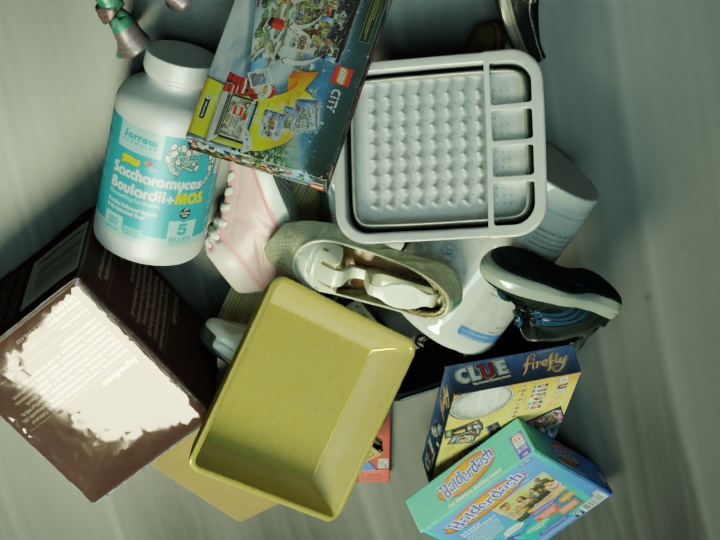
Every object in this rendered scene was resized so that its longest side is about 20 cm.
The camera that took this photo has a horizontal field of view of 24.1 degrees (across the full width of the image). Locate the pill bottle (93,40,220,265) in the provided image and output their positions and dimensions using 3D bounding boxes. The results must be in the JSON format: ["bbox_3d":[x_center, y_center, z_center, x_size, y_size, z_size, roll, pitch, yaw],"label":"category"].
[{"bbox_3d":[-0.189,-0.115,1.616,0.110,0.111,0.201,10,115,-7],"label":"pill bottle"}]

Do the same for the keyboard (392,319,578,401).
[{"bbox_3d":[0.125,0.088,1.734,0.199,0.104,0.040,-18,119,4],"label":"keyboard"}]

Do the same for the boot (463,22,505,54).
[{"bbox_3d":[0.077,-0.151,1.611,0.075,0.074,0.201,23,95,-15],"label":"boot"}]

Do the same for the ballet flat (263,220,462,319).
[{"bbox_3d":[0.000,0.000,1.592,0.199,0.062,0.068,13,112,8],"label":"ballet flat"}]

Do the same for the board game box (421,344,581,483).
[{"bbox_3d":[0.142,0.150,1.733,0.134,0.035,0.200,-9,149,-12],"label":"board game box"}]

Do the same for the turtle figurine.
[{"bbox_3d":[-0.248,-0.296,1.537,0.149,0.101,0.200,-35,118,14],"label":"turtle figurine"}]

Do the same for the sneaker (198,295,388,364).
[{"bbox_3d":[-0.060,0.054,1.720,0.199,0.076,0.116,17,106,-22],"label":"sneaker"}]

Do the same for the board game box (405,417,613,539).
[{"bbox_3d":[0.161,0.240,1.786,0.152,0.045,0.200,-37,145,14],"label":"board game box"}]

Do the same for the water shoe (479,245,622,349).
[{"bbox_3d":[0.174,0.035,1.597,0.199,0.072,0.079,15,117,-45],"label":"water shoe"}]

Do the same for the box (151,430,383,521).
[{"bbox_3d":[-0.103,0.187,1.763,0.199,0.021,0.163,-28,133,26],"label":"box"}]

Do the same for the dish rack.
[{"bbox_3d":[0.076,-0.112,1.564,0.198,0.044,0.173,-3,85,14],"label":"dish rack"}]

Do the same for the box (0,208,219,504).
[{"bbox_3d":[-0.266,0.084,1.678,0.164,0.166,0.200,-36,112,14],"label":"box"}]

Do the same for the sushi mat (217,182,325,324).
[{"bbox_3d":[-0.067,-0.015,1.724,0.095,0.012,0.201,22,113,-12],"label":"sushi mat"}]

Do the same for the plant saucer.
[{"bbox_3d":[-0.064,0.123,1.645,0.199,0.048,0.201,27,87,-39],"label":"plant saucer"}]

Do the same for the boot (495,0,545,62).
[{"bbox_3d":[0.191,-0.298,1.567,0.149,0.073,0.201,-14,110,4],"label":"boot"}]

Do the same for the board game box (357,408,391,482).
[{"bbox_3d":[-0.067,0.182,1.817,0.198,0.019,0.104,-1,115,-2],"label":"board game box"}]

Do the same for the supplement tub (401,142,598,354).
[{"bbox_3d":[0.128,-0.030,1.660,0.131,0.132,0.200,30,111,-16],"label":"supplement tub"}]

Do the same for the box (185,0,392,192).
[{"bbox_3d":[-0.064,-0.187,1.548,0.136,0.038,0.201,18,76,4],"label":"box"}]

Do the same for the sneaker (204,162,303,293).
[{"bbox_3d":[-0.118,-0.067,1.657,0.104,0.075,0.201,-14,110,12],"label":"sneaker"}]

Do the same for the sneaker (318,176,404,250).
[{"bbox_3d":[-0.007,-0.097,1.655,0.080,0.070,0.202,-14,108,-14],"label":"sneaker"}]
